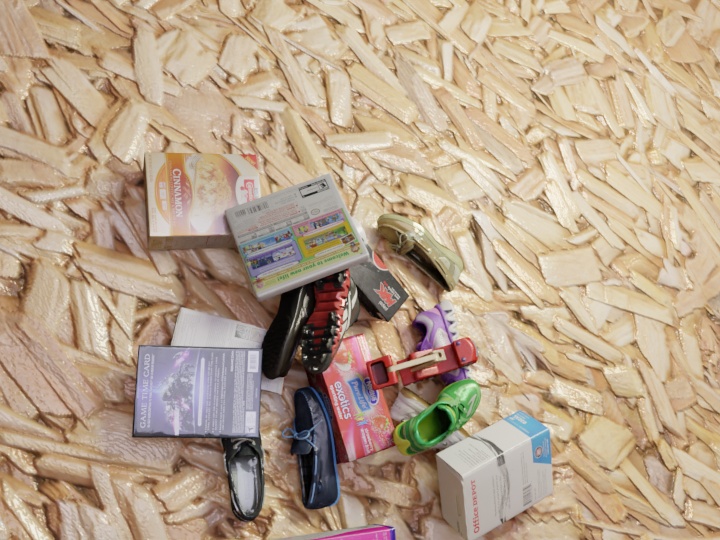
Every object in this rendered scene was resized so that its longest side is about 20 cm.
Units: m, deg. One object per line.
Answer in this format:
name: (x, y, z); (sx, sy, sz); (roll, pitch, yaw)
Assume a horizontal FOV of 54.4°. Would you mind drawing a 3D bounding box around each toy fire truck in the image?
toy fire truck: (0.111, 0.159, 1.210); (0.197, 0.141, 0.049); (-18, 75, -1)

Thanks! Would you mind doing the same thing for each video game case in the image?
video game case: (-0.109, -0.060, 1.180); (0.198, 0.022, 0.184); (-20, 62, -10)
video game case: (-0.259, 0.195, 1.126); (0.197, 0.019, 0.145); (3, 79, -11)

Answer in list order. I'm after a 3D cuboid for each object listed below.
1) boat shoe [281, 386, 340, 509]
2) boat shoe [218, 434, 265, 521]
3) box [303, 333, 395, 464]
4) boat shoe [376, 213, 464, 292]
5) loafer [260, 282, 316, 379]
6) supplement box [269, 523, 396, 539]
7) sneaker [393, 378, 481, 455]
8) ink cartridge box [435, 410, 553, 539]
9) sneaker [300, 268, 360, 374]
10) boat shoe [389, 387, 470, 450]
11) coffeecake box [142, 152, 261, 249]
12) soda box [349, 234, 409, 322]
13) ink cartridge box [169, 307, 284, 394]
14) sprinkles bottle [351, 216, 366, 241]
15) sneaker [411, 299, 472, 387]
boat shoe: (-0.084, 0.298, 1.179); (0.068, 0.084, 0.203); (-7, 74, -33)
boat shoe: (-0.190, 0.305, 1.151); (0.075, 0.060, 0.203); (-9, 77, -21)
box: (-0.020, 0.223, 1.219); (0.098, 0.095, 0.203); (-13, 79, -23)
boat shoe: (0.111, -0.036, 1.361); (0.200, 0.073, 0.064); (36, 60, -15)
loafer: (-0.107, 0.094, 1.189); (0.071, 0.073, 0.202); (32, 66, -33)
supplement box: (-0.047, 0.476, 1.129); (0.197, 0.101, 0.105); (0, 74, -19)
sneaker: (0.146, 0.251, 1.193); (0.199, 0.083, 0.075); (-30, 89, -34)
ink cartridge box: (0.240, 0.363, 1.245); (0.198, 0.083, 0.147); (-20, 115, -24)
sneaker: (-0.045, 0.085, 1.173); (0.070, 0.098, 0.203); (-4, 59, 26)
boat shoe: (0.134, 0.292, 1.276); (0.199, 0.071, 0.070); (37, 91, -14)
coffeecake box: (-0.278, -0.123, 1.243); (0.197, 0.073, 0.156); (-3, 74, -21)
soda box: (0.000, 0.000, 1.267); (0.071, 0.063, 0.200); (-49, 119, -16)
ink cartridge box: (-0.224, 0.143, 1.195); (0.197, 0.050, 0.111); (16, 69, -16)
sprinkles bottle: (-0.084, -0.029, 1.288); (0.199, 0.068, 0.069); (-29, 85, -25)
sneaker: (0.149, 0.160, 1.316); (0.087, 0.081, 0.203); (-10, 73, -15)
